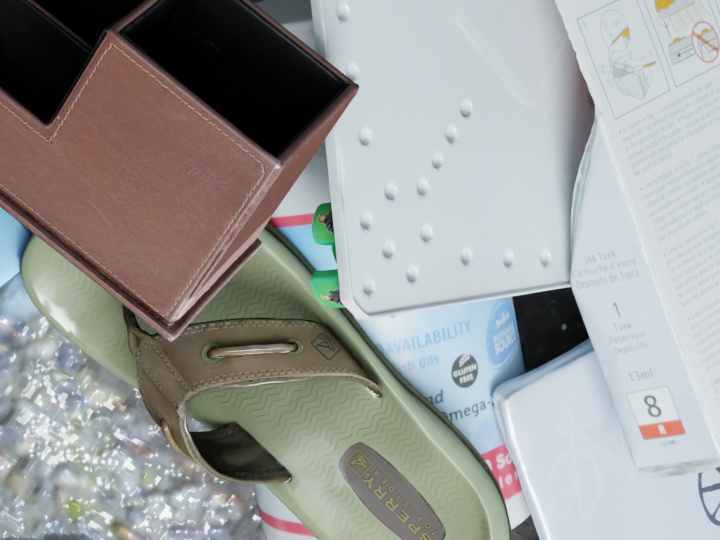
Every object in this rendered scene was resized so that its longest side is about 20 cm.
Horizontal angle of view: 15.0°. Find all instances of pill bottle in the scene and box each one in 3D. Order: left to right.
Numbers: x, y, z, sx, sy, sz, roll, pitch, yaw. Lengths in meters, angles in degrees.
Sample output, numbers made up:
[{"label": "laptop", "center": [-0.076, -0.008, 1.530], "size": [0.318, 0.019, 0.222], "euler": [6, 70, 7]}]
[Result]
[{"label": "pill bottle", "center": [0.000, 0.000, 1.003], "size": [0.108, 0.109, 0.201], "euler": [-12, 103, -4]}]

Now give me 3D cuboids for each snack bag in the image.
[{"label": "snack bag", "center": [0.135, 0.098, 1.040], "size": [0.188, 0.021, 0.201], "euler": [-29, 106, -35]}]

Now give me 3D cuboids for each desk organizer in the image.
[{"label": "desk organizer", "center": [-0.106, -0.079, 0.865], "size": [0.200, 0.072, 0.077], "euler": [38, 125, 2]}]

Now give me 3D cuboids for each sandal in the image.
[{"label": "sandal", "center": [-0.032, 0.043, 0.935], "size": [0.201, 0.057, 0.080], "euler": [39, 113, 4]}]

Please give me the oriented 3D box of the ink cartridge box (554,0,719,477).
[{"label": "ink cartridge box", "center": [0.128, -0.046, 0.998], "size": [0.162, 0.050, 0.201], "euler": [-28, 97, -43]}]

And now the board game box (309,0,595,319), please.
[{"label": "board game box", "center": [0.048, -0.092, 0.959], "size": [0.200, 0.026, 0.201], "euler": [-8, 94, -45]}]

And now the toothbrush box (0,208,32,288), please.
[{"label": "toothbrush box", "center": [-0.234, -0.009, 0.984], "size": [0.200, 0.085, 0.147], "euler": [-39, 103, 1]}]
